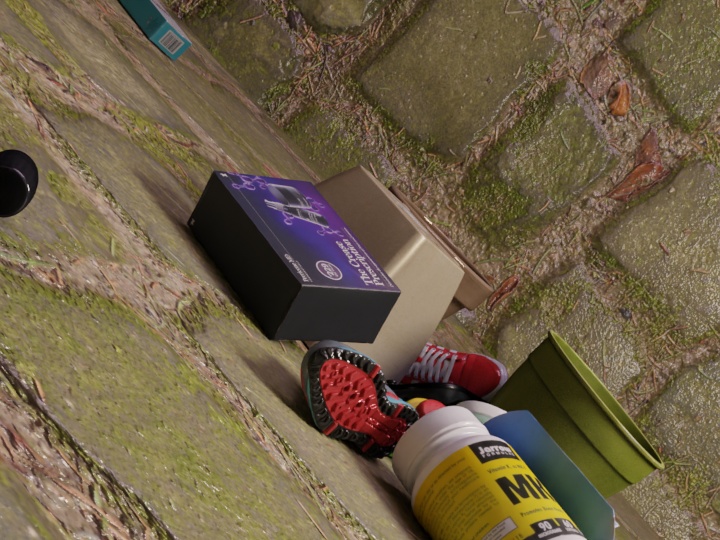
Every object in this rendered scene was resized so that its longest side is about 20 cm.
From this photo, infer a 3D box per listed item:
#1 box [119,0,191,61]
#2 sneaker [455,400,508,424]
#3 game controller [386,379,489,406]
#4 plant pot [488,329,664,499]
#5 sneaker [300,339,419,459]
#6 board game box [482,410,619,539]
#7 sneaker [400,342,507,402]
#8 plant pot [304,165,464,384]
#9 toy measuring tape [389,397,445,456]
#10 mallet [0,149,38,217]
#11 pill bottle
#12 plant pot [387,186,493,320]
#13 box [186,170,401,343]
[{"bbox_3d":[-0.395,-0.479,2.972,0.082,0.049,0.200,40,8,-49],"label":"box"},{"bbox_3d":[0.145,0.231,1.592,0.200,0.118,0.074,50,-40,-6],"label":"sneaker"},{"bbox_3d":[0.089,0.156,1.850,0.200,0.104,0.042,34,45,-65],"label":"game controller"},{"bbox_3d":[0.208,0.206,1.814,0.200,0.193,0.200,48,8,-9],"label":"plant pot"},{"bbox_3d":[-0.022,0.113,1.498,0.096,0.079,0.200,39,-8,32],"label":"sneaker"},{"bbox_3d":[0.169,0.236,1.522,0.039,0.158,0.200,2,38,-46],"label":"board game box"},{"bbox_3d":[0.077,0.109,1.941,0.200,0.071,0.112,7,-22,42],"label":"sneaker"},{"bbox_3d":[0.000,0.000,1.853,0.200,0.177,0.200,51,7,32],"label":"plant pot"},{"bbox_3d":[0.097,0.177,1.672,0.200,0.074,0.074,16,19,-25],"label":"toy measuring tape"},{"bbox_3d":[-0.306,-0.114,1.112,0.200,0.041,0.066,42,7,-6],"label":"mallet"},{"bbox_3d":[0.117,0.224,1.459,0.114,0.114,0.200,40,8,-50],"label":"pill bottle"},{"bbox_3d":[0.049,0.013,2.134,0.200,0.175,0.200,46,6,-6],"label":"plant pot"},{"bbox_3d":[-0.072,-0.014,1.681,0.141,0.079,0.200,1,37,-41],"label":"box"}]
